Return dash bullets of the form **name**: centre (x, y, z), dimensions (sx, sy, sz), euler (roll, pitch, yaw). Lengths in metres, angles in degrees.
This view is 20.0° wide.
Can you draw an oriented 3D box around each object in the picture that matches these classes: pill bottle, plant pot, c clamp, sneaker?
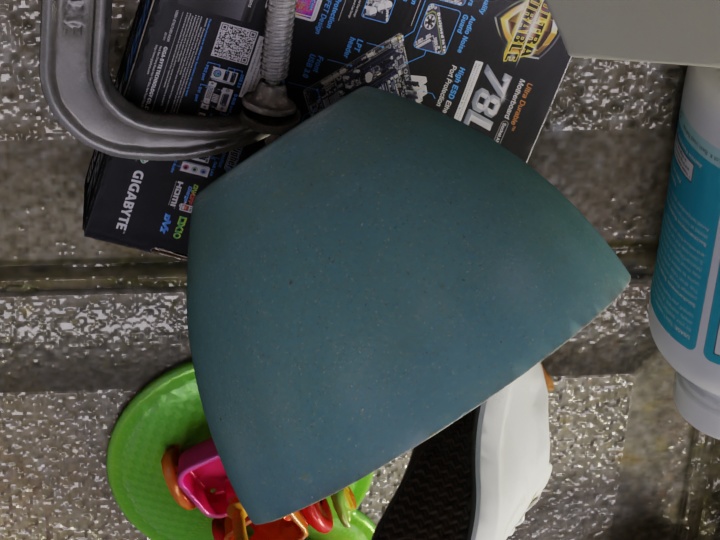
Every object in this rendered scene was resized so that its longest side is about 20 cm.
- **pill bottle**: centre (0.202, -0.013, 1.004), dimensions (0.110, 0.111, 0.201), euler (0, 126, -6)
- **plant pot**: centre (0.000, 0.000, 0.900), dimensions (0.199, 0.200, 0.135), euler (-32, 93, 16)
- **c clamp**: centre (-0.056, -0.129, 0.887), dimensions (0.169, 0.027, 0.201), euler (8, 122, -11)
- **sneaker**: centre (0.062, 0.124, 1.044), dimensions (0.072, 0.201, 0.085), euler (-6, 145, 42)

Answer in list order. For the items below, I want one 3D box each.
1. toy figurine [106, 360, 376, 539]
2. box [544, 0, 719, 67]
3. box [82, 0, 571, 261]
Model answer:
- **toy figurine**: centre (-0.046, 0.175, 1.065), dimensions (0.149, 0.185, 0.201), euler (-24, 126, 11)
- **box**: centre (0.173, -0.161, 0.823), dimensions (0.199, 0.128, 0.109), euler (10, 140, 44)
- **box**: centre (-0.013, -0.084, 0.966), dimensions (0.197, 0.050, 0.201), euler (12, 122, -15)
